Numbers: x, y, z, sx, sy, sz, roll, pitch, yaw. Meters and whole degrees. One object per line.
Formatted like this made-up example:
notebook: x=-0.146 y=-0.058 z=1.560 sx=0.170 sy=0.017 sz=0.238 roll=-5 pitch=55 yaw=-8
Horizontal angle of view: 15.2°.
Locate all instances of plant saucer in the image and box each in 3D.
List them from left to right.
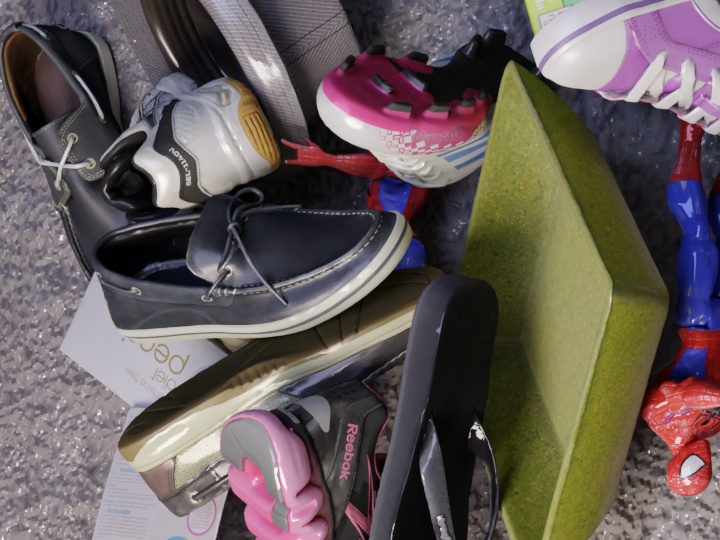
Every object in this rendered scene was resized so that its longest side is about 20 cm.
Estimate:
plant saucer: x=0.103 y=0.026 z=1.391 sx=0.200 sy=0.048 sz=0.200 roll=-109 pitch=24 yaw=-50

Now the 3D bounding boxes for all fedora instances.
fedora: x=-0.063 y=-0.145 z=1.586 sx=0.090 sy=0.177 sz=0.200 roll=-33 pitch=17 yaw=-17

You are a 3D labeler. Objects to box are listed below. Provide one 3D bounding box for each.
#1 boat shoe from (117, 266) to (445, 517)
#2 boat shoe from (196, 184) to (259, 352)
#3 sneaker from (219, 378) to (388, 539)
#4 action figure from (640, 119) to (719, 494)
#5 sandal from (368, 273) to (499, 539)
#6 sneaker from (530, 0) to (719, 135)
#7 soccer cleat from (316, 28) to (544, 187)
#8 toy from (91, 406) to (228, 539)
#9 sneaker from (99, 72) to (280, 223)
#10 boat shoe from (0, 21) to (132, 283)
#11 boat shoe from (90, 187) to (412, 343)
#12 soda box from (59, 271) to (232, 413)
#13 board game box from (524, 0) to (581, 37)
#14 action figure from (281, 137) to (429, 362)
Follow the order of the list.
boat shoe: x=-0.032 y=0.067 z=1.448 sx=0.201 sy=0.066 sz=0.072 roll=-28 pitch=19 yaw=9
boat shoe: x=-0.069 y=0.011 z=1.569 sx=0.071 sy=0.065 sz=0.200 roll=-30 pitch=28 yaw=1
sneaker: x=-0.010 y=0.140 z=1.422 sx=0.079 sy=0.095 sz=0.200 roll=33 pitch=142 yaw=39
action figure: x=0.195 y=0.016 z=1.367 sx=0.099 sy=0.065 sz=0.200 roll=2 pitch=79 yaw=48
sandal: x=0.045 y=0.104 z=1.399 sx=0.043 sy=0.076 sz=0.200 roll=14 pitch=106 yaw=33
sneaker: x=0.188 y=-0.087 z=1.334 sx=0.073 sy=0.200 sz=0.114 roll=124 pitch=137 yaw=-60
soccer cleat: x=0.035 y=-0.074 z=1.452 sx=0.070 sy=0.200 sz=0.086 roll=38 pitch=117 yaw=21
toy: x=-0.111 y=0.180 z=1.518 sx=0.115 sy=0.047 sz=0.200 roll=1 pitch=68 yaw=49
sneaker: x=-0.118 y=-0.067 z=1.563 sx=0.076 sy=0.088 sz=0.200 roll=62 pitch=163 yaw=-5
boat shoe: x=-0.180 y=-0.068 z=1.696 sx=0.072 sy=0.068 sz=0.200 roll=-33 pitch=62 yaw=26
boat shoe: x=-0.064 y=-0.006 z=1.457 sx=0.200 sy=0.062 sz=0.075 roll=-9 pitch=39 yaw=34
soda box: x=-0.085 y=0.069 z=1.582 sx=0.200 sy=0.068 sz=0.064 roll=34 pitch=103 yaw=39
board game box: x=0.180 y=-0.183 z=1.410 sx=0.200 sy=0.048 sz=0.102 roll=-17 pitch=83 yaw=20
action figure: x=0.000 y=0.000 z=1.510 sx=0.065 sy=0.099 sz=0.200 roll=120 pitch=149 yaw=-60
